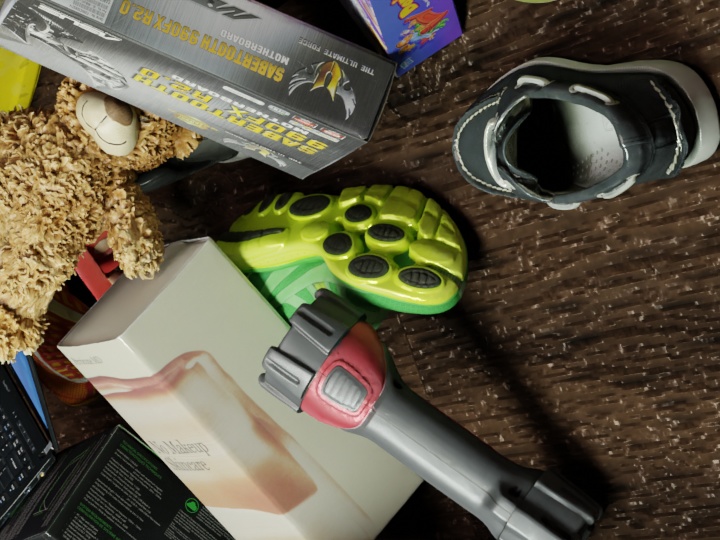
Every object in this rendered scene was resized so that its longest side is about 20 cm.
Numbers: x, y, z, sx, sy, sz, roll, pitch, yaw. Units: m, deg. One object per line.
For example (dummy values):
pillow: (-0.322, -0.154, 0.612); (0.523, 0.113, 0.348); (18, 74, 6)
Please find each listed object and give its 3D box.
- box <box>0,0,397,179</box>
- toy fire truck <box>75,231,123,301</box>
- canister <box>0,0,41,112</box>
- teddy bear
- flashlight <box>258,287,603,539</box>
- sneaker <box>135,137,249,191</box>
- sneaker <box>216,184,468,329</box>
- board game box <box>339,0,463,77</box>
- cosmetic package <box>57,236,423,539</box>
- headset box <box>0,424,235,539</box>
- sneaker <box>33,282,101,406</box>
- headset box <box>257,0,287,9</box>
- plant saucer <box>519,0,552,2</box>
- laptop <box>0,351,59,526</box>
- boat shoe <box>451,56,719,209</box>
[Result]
box: (-0.094, -0.117, 1.563); (0.049, 0.199, 0.158); (-68, 11, -10)
toy fire truck: (-0.145, 0.005, 1.801); (0.141, 0.049, 0.200); (51, 176, 26)
canister: (-0.302, -0.194, 1.986); (0.200, 0.086, 0.149); (52, 146, 23)
teddy bear: (-0.180, -0.043, 1.682); (0.145, 0.199, 0.067); (62, -168, 19)
flashlight: (0.040, 0.092, 1.589); (0.200, 0.068, 0.068); (35, 150, 8)
sneaker: (-0.139, -0.084, 1.788); (0.200, 0.090, 0.067); (-2, 106, 58)
sneaker: (0.000, 0.000, 1.658); (0.200, 0.074, 0.084); (7, 141, 52)
board game box: (-0.027, -0.213, 1.518); (0.200, 0.045, 0.135); (55, 175, 23)
cosmetic package: (-0.071, 0.084, 1.712); (0.200, 0.087, 0.103); (48, 157, -15)
headset box: (-0.158, 0.206, 1.929); (0.174, 0.093, 0.200); (40, 152, -12)
sneaker: (-0.242, 0.012, 2.035); (0.201, 0.073, 0.077); (60, 161, 22)
headset box: (-0.125, -0.238, 1.620); (0.200, 0.077, 0.149); (56, -178, 22)
plant saucer: (0.057, -0.227, 1.448); (0.200, 0.031, 0.201); (36, 137, 42)
laptop: (-0.280, 0.076, 1.929); (0.200, 0.103, 0.177); (-49, 40, 11)
boat shoe: (0.096, -0.068, 1.453); (0.200, 0.060, 0.076); (-13, 97, 59)
